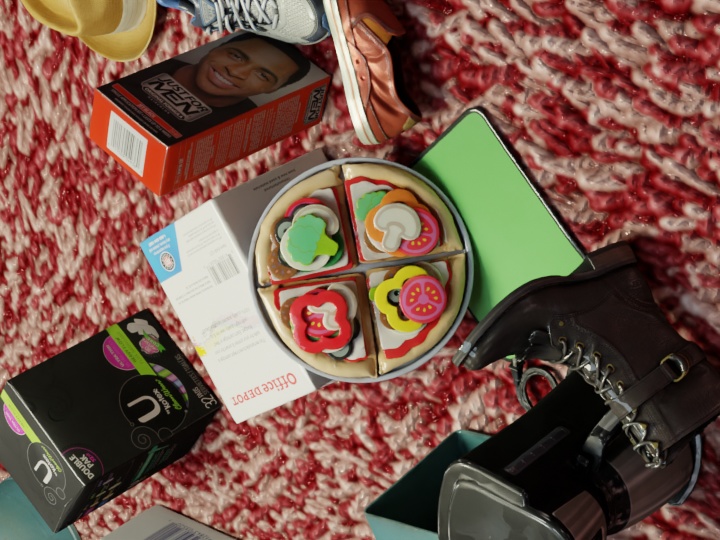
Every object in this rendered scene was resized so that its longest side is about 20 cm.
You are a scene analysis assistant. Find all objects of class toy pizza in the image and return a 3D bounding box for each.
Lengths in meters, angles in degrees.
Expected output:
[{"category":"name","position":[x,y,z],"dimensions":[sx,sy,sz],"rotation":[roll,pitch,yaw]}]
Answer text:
[{"category":"toy pizza","position":[0.000,0.000,1.563],"dimensions":[0.200,0.200,0.032],"rotation":[62,-177,-1]}]

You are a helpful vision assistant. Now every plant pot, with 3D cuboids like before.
[{"category":"plant pot","position":[0.124,0.277,1.633],"dimensions":[0.141,0.141,0.200],"rotation":[9,126,45]},{"category":"plant pot","position":[-0.488,0.399,2.320],"dimensions":[0.200,0.188,0.200],"rotation":[26,130,36]}]

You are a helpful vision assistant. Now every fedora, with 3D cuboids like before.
[{"category":"fedora","position":[-0.287,-0.293,1.769],"dimensions":[0.201,0.082,0.201],"rotation":[26,130,35]}]

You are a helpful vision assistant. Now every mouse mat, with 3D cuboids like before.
[{"category":"mouse mat","position":[0.116,-0.028,1.555],"dimensions":[0.200,0.008,0.161],"rotation":[55,141,6]}]

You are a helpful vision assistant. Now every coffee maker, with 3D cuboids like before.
[{"category":"coffee maker","position":[0.154,0.173,1.478],"dimensions":[0.192,0.200,0.135],"rotation":[4,115,44]}]

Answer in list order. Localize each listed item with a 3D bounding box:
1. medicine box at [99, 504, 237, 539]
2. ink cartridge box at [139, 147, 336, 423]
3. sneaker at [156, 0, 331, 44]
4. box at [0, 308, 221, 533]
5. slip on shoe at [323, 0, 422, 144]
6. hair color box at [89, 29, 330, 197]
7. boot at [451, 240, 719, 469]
[{"category":"medicine box","position":[-0.199,0.403,2.078],"dimensions":[0.182,0.103,0.200],"rotation":[15,122,42]},{"category":"ink cartridge box","position":[-0.078,0.016,1.680],"dimensions":[0.147,0.145,0.200],"rotation":[-25,93,51]},{"category":"sneaker","position":[-0.111,-0.240,1.610],"dimensions":[0.200,0.085,0.077],"rotation":[21,127,38]},{"category":"box","position":[-0.286,0.164,1.950],"dimensions":[0.149,0.200,0.124],"rotation":[51,140,13]},{"category":"slip on shoe","position":[0.008,-0.209,1.526],"dimensions":[0.061,0.074,0.200],"rotation":[-12,99,14]},{"category":"hair color box","position":[-0.134,-0.148,1.599],"dimensions":[0.102,0.200,0.061],"rotation":[39,136,25]},{"category":"boot","position":[0.192,0.081,1.400],"dimensions":[0.174,0.200,0.069],"rotation":[58,160,14]}]
